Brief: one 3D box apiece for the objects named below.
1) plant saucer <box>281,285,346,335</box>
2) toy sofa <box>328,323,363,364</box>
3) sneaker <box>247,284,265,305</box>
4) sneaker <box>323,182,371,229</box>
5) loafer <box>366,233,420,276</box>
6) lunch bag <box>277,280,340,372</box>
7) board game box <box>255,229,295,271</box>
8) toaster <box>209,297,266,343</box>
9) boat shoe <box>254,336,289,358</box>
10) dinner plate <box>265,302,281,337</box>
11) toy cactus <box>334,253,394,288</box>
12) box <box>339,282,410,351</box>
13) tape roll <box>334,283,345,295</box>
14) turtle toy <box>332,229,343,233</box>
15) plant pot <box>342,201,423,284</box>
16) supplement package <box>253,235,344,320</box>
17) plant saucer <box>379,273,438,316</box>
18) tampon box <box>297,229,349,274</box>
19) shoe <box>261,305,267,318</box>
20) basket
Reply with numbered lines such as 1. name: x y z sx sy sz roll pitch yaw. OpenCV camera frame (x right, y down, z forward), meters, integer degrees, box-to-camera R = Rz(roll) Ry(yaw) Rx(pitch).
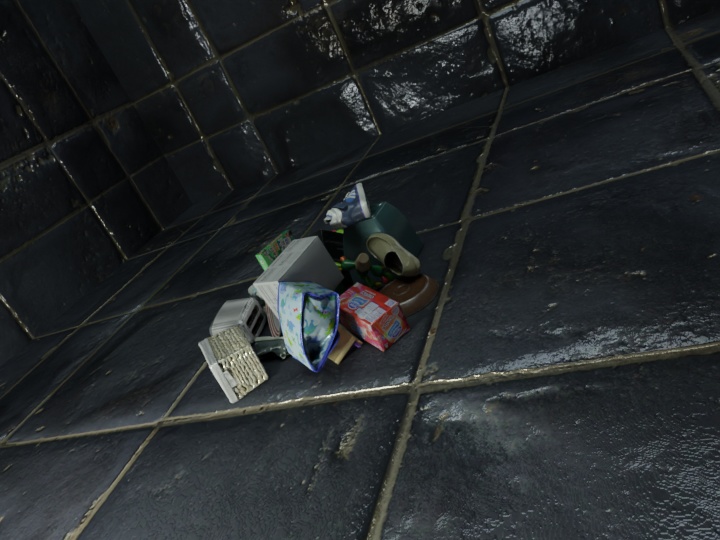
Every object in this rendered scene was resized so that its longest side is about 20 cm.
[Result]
1. plant saucer: -0.159 0.114 1.819 0.199 0.037 0.200 -17 26 23
2. toy sofa: -0.082 0.179 1.564 0.083 0.097 0.200 -54 27 -3
3. sneaker: -0.310 0.067 1.893 0.199 0.086 0.078 14 55 45
4. sneaker: -0.048 -0.196 1.780 0.146 0.081 0.200 -20 29 6
5. loafer: 0.085 -0.047 1.666 0.200 0.076 0.068 33 30 34
6. lunch bag: -0.134 0.137 1.459 0.127 0.201 0.170 3 7 -27
7. board game box: -0.206 0.001 1.681 0.029 0.201 0.135 -5 31 44
8. toaster: -0.390 0.171 1.846 0.129 0.114 0.200 -14 30 22
9. boat shoe: -0.220 0.222 1.651 0.199 0.073 0.062 -4 74 30
10. dinner plate: -0.258 0.110 1.742 0.024 0.201 0.200 -8 17 -20
11. toy cactus: 0.000 0.000 1.694 0.199 0.165 0.103 21 71 6
12. box: 0.024 0.118 1.515 0.100 0.096 0.200 -37 31 -20
13. tape roll: -0.146 0.084 1.760 0.200 0.048 0.201 -23 23 11
14. turtle toy: -0.108 -0.094 2.114 0.199 0.101 0.146 -8 29 37
15. plant pot: 0.054 -0.100 1.830 0.196 0.201 0.196 -11 27 31
16. supplement package: -0.169 0.028 1.618 0.111 0.156 0.200 -5 36 44
17. plant saucer: 0.122 0.065 1.625 0.199 0.035 0.200 -22 24 10
18. tampon box: -0.142 -0.036 1.893 0.199 0.127 0.150 -21 -17 37
19. shoe: -0.323 0.127 1.941 0.199 0.054 0.070 -18 25 21
20. basket: -0.354 0.252 1.612 0.123 0.136 0.200 -31 24 -15
